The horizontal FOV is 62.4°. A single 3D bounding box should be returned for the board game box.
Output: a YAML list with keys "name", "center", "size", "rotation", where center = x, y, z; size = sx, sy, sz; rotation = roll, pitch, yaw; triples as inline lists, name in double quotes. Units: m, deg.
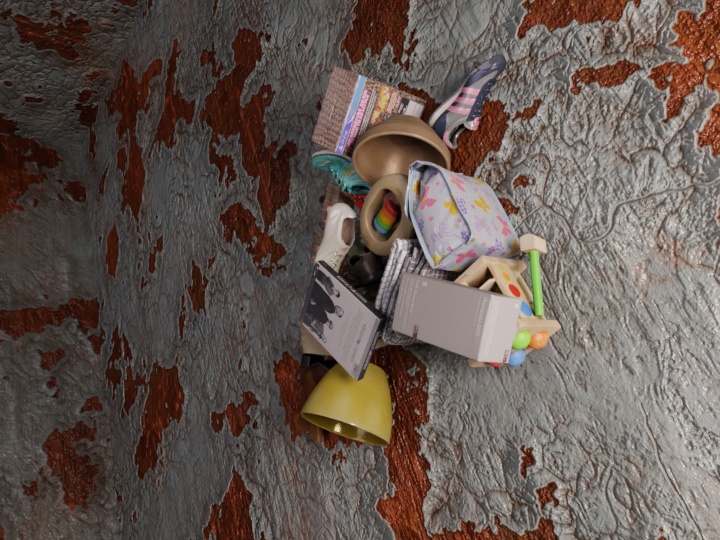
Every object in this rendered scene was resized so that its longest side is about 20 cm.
- name: "board game box"
  center: [0.020, -0.321, 1.273]
  size: [0.097, 0.198, 0.161]
  rotation: [36, 111, 45]

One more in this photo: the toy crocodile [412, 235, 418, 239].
- name: "toy crocodile"
  center: [0.123, -0.028, 1.220]
  size: [0.062, 0.067, 0.202]
  rotation: [40, 113, 52]

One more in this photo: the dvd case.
- name: "dvd case"
  center: [-0.041, 0.096, 1.171]
  size: [0.200, 0.025, 0.152]
  rotation: [41, 125, 34]

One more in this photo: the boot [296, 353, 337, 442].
- name: "boot"
  center: [-0.101, 0.316, 1.441]
  size: [0.187, 0.068, 0.203]
  rotation: [5, 90, 49]

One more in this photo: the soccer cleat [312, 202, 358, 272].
- name: "soccer cleat"
  center: [-0.054, -0.049, 1.312]
  size: [0.077, 0.069, 0.202]
  rotation: [32, 121, 35]

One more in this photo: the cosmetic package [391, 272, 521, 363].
- name: "cosmetic package"
  center: [0.152, 0.074, 0.966]
  size: [0.199, 0.089, 0.108]
  rotation: [12, 92, 52]

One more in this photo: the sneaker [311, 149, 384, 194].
- name: "sneaker"
  center: [-0.027, -0.211, 1.318]
  size: [0.198, 0.078, 0.080]
  rotation: [23, 83, 17]

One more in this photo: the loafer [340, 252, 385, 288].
- name: "loafer"
  center: [0.000, 0.000, 1.303]
  size: [0.199, 0.072, 0.072]
  rotation: [-20, 85, 62]

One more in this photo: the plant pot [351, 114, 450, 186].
- name: "plant pot"
  center: [0.086, -0.247, 1.206]
  size: [0.200, 0.200, 0.094]
  rotation: [-23, 48, 45]

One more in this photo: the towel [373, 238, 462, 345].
- name: "towel"
  center: [0.120, 0.044, 1.139]
  size: [0.085, 0.164, 0.202]
  rotation: [32, 111, 43]

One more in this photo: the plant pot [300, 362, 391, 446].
- name: "plant pot"
  center: [-0.012, 0.273, 1.273]
  size: [0.199, 0.199, 0.143]
  rotation: [-8, 55, 49]

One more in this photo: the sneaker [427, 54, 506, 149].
- name: "sneaker"
  center: [0.220, -0.321, 1.152]
  size: [0.200, 0.070, 0.083]
  rotation: [-44, 71, 40]

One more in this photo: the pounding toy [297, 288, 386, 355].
- name: "pounding toy"
  center: [-0.004, 0.094, 1.286]
  size: [0.199, 0.183, 0.144]
  rotation: [-4, 95, 49]

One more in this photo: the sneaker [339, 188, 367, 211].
- name: "sneaker"
  center: [-0.006, -0.176, 1.374]
  size: [0.077, 0.084, 0.201]
  rotation: [-58, 46, 29]

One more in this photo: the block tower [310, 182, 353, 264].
- name: "block tower"
  center: [-0.066, -0.108, 1.462]
  size: [0.054, 0.057, 0.203]
  rotation: [24, 106, 48]

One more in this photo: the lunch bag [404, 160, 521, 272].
- name: "lunch bag"
  center: [0.176, -0.099, 1.086]
  size: [0.127, 0.168, 0.202]
  rotation: [-37, 60, 35]

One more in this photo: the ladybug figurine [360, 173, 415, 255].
- name: "ladybug figurine"
  center: [0.068, -0.111, 1.190]
  size: [0.137, 0.071, 0.200]
  rotation: [59, 140, 17]

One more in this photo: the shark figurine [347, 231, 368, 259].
- name: "shark figurine"
  center: [0.032, -0.071, 1.329]
  size: [0.214, 0.089, 0.129]
  rotation: [-15, 107, 56]

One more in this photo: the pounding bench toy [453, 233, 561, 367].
- name: "pounding bench toy"
  center: [0.260, 0.057, 1.001]
  size: [0.200, 0.123, 0.157]
  rotation: [-48, 52, 35]
